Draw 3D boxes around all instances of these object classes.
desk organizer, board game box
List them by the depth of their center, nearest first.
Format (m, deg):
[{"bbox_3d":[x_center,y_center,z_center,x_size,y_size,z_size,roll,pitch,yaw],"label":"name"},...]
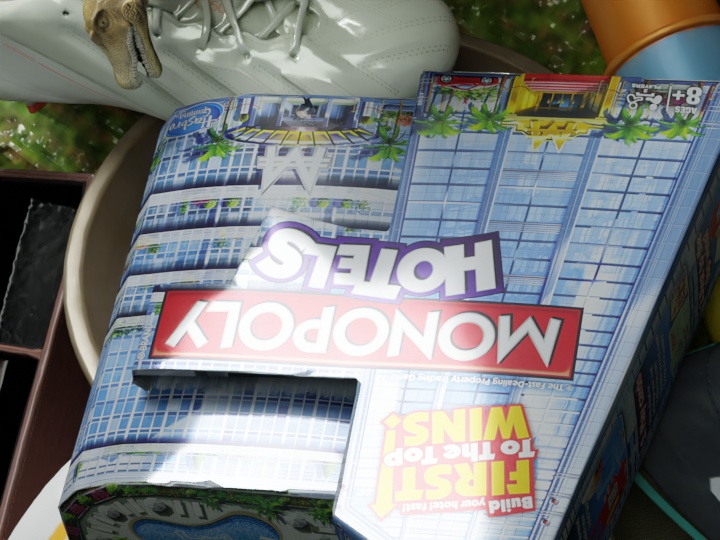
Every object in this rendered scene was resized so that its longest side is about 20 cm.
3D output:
[{"bbox_3d":[0.010,0.034,0.742,0.199,0.062,0.201,3,54,13],"label":"board game box"},{"bbox_3d":[-0.133,0.061,0.889,0.071,0.077,0.201,12,83,20],"label":"desk organizer"}]

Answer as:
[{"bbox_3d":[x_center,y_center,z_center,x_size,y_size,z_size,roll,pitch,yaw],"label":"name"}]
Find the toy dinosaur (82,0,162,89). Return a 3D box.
[{"bbox_3d":[-0.067,-0.163,0.795,0.101,0.058,0.201,-9,75,-10],"label":"toy dinosaur"}]

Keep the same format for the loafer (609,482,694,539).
[{"bbox_3d":[0.084,0.086,0.812,0.070,0.075,0.200,-45,69,10],"label":"loafer"}]

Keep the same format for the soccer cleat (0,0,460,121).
[{"bbox_3d":[-0.067,-0.087,0.833,0.199,0.078,0.070,4,55,12],"label":"soccer cleat"}]

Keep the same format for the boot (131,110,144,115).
[{"bbox_3d":[-0.026,-0.132,0.875,0.165,0.066,0.200,38,110,8],"label":"boot"}]

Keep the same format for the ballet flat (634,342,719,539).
[{"bbox_3d":[0.164,0.099,0.766,0.073,0.073,0.200,-43,84,6],"label":"ballet flat"}]

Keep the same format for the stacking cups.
[{"bbox_3d":[0.110,-0.055,0.841,0.060,0.060,0.201,-27,71,12],"label":"stacking cups"}]

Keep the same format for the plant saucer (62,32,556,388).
[{"bbox_3d":[0.000,0.000,0.828,0.199,0.030,0.201,-4,53,5],"label":"plant saucer"}]

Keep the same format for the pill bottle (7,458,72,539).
[{"bbox_3d":[-0.021,0.143,0.815,0.200,0.116,0.117,36,92,21],"label":"pill bottle"}]
